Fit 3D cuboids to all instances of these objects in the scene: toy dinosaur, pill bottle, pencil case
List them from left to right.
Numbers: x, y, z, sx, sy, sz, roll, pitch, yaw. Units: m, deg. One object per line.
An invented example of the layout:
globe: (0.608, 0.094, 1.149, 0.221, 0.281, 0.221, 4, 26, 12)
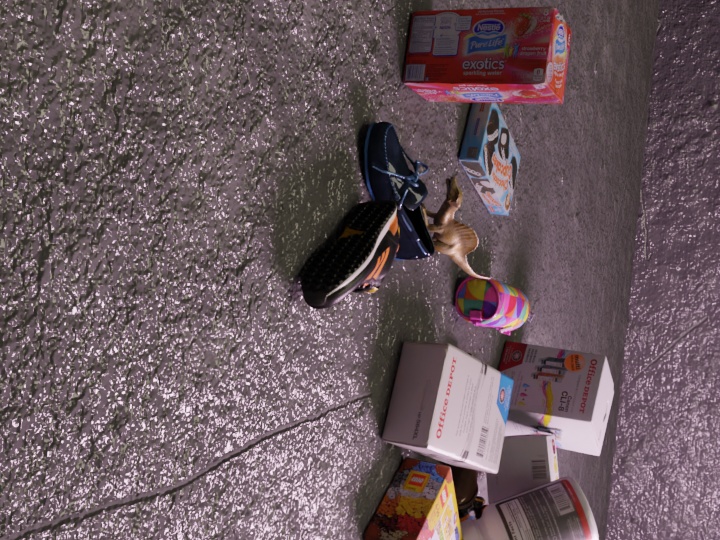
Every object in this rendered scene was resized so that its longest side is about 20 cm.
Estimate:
toy dinosaur: (0.119, -0.040, 1.221, 0.059, 0.100, 0.201, -63, 147, -35)
pencil case: (0.226, 0.059, 1.486, 0.199, 0.087, 0.090, 19, 79, -62)
pill bottle: (0.258, 0.408, 1.373, 0.116, 0.198, 0.117, 161, -90, -88)

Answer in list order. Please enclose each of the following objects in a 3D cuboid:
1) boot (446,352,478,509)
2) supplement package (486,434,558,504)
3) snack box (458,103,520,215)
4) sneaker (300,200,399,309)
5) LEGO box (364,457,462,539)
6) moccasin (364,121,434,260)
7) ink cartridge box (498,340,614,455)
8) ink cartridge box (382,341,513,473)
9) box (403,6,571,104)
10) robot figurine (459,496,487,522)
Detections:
boot: (0.161, 0.251, 1.413, 0.187, 0.063, 0.202, -63, 153, -60)
supplement package: (0.288, 0.347, 1.550, 0.200, 0.108, 0.115, 29, 56, -72)
snack box: (0.218, -0.187, 1.462, 0.200, 0.037, 0.118, 44, 57, -58)
sneaker: (0.000, 0.000, 1.024, 0.201, 0.069, 0.091, -55, 139, -47)
LEGO box: (0.084, 0.401, 1.276, 0.149, 0.076, 0.202, -53, 141, -45)
moccasin: (0.057, -0.102, 1.120, 0.081, 0.067, 0.201, -61, 146, -38)
ink cartridge box: (0.368, 0.242, 1.680, 0.146, 0.198, 0.145, -68, 150, -29)
ink cartridge box: (0.131, 0.200, 1.275, 0.199, 0.084, 0.148, 31, 68, -46)
box: (0.166, -0.279, 1.154, 0.095, 0.198, 0.101, 12, 85, -62)
robot figurine: (0.205, 0.470, 1.497, 0.146, 0.058, 0.200, 60, 34, 1)
